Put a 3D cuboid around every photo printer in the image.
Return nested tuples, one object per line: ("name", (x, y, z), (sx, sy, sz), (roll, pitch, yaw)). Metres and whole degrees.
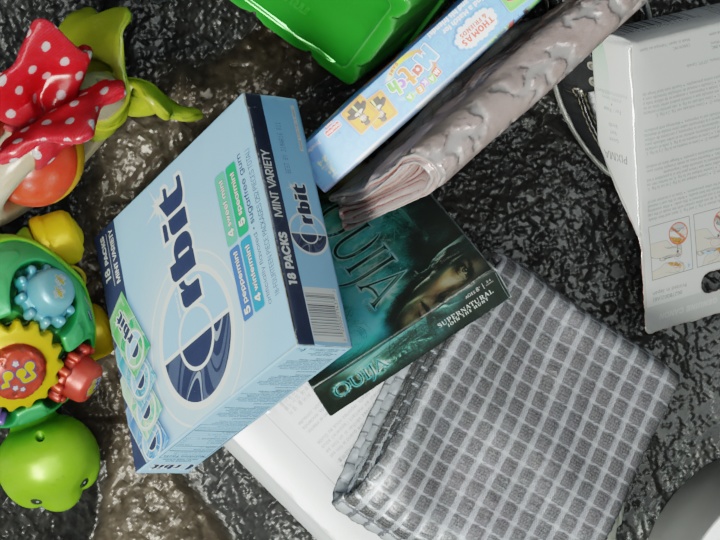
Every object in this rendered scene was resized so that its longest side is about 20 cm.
("photo printer", (0.019, 0.110, 1.605), (0.200, 0.069, 0.166), (45, 87, -5))

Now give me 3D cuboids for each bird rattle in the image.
("bird rattle", (-0.190, -0.082, 1.532), (0.113, 0.200, 0.163), (41, 114, -3))

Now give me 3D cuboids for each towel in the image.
("towel", (0.096, 0.102, 1.535), (0.165, 0.086, 0.200), (31, 75, -10))
("towel", (0.079, -0.109, 1.495), (0.200, 0.191, 0.032), (-43, 97, -19))

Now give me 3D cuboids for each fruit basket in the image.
("fruit basket", (-0.009, -0.253, 1.573), (0.215, 0.156, 0.216), (16, 51, -21))

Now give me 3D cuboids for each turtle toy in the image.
("turtle toy", (-0.224, 0.063, 1.560), (0.145, 0.101, 0.200), (-22, 122, -9))

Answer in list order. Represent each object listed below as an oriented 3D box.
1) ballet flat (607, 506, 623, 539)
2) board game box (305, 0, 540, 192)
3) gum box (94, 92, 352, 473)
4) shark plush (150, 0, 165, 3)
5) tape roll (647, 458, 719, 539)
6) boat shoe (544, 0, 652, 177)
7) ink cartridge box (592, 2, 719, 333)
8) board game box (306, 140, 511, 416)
("ballet flat", (0.127, 0.190, 1.601), (0.200, 0.069, 0.069), (-44, 94, -15))
("board game box", (0.052, -0.139, 1.530), (0.200, 0.151, 0.037), (-40, 94, 17))
("gum box", (-0.091, 0.012, 1.509), (0.044, 0.200, 0.170), (4, 61, -36))
("shark plush", (-0.191, -0.239, 1.543), (0.091, 0.083, 0.200), (-27, 68, 3))
("tape roll", (0.294, 0.221, 1.594), (0.202, 0.139, 0.203), (0, 92, -4))
("boat shoe", (0.163, -0.158, 1.607), (0.074, 0.060, 0.201), (-12, 93, -3))
("ink cartridge box", (0.237, -0.075, 1.605), (0.160, 0.050, 0.201), (-15, 113, -25))
("board game box", (0.000, 0.000, 1.542), (0.135, 0.200, 0.028), (-34, 123, -2))
